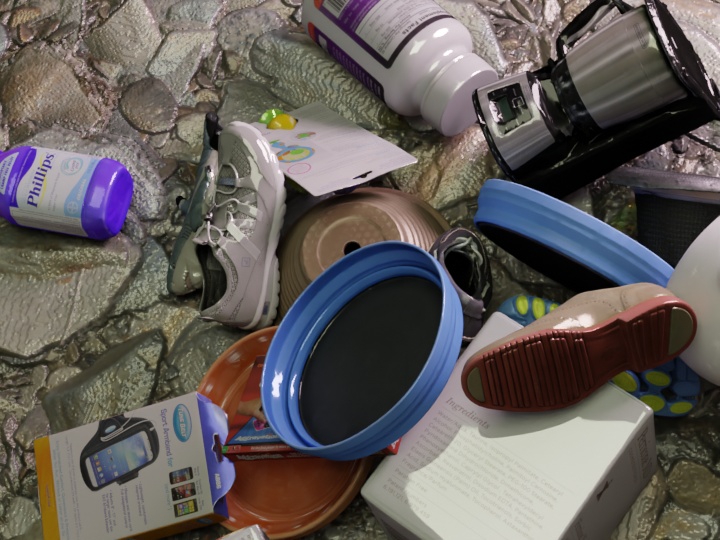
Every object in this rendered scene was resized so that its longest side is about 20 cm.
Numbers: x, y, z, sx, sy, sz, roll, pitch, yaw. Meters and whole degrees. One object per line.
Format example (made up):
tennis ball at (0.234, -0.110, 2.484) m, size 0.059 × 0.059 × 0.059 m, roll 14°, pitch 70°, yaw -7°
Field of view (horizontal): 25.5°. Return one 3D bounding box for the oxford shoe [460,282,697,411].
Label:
oxford shoe at (0.171, 0.061, 1.303) m, size 0.199 × 0.071 × 0.075 m, roll -14°, pitch 27°, yaw -10°

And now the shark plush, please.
shark plush at (-0.164, -0.076, 1.608) m, size 0.083 × 0.091 × 0.201 m, roll -23°, pitch 65°, yaw 35°

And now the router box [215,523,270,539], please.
router box at (-0.055, 0.333, 1.333) m, size 0.049 × 0.180 × 0.201 m, roll -24°, pitch 63°, yaw -1°

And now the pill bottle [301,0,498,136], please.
pill bottle at (0.042, -0.227, 1.608) m, size 0.111 × 0.112 × 0.200 m, roll -42°, pitch 65°, yaw -9°

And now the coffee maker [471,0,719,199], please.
coffee maker at (0.232, -0.147, 1.516) m, size 0.199 × 0.192 × 0.135 m, roll -27°, pitch 39°, yaw 21°

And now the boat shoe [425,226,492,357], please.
boat shoe at (0.095, 0.005, 1.429) m, size 0.072 × 0.063 × 0.200 m, roll 29°, pitch 28°, yaw -5°

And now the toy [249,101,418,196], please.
toy at (-0.041, -0.108, 1.571) m, size 0.115 × 0.047 × 0.200 m, roll -21°, pitch 34°, yaw -23°

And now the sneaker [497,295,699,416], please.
sneaker at (0.219, 0.072, 1.456) m, size 0.199 × 0.083 × 0.071 m, roll 22°, pitch 94°, yaw 5°

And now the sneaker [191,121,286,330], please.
sneaker at (-0.121, -0.042, 1.509) m, size 0.075 × 0.082 × 0.201 m, roll -2°, pitch 90°, yaw 53°

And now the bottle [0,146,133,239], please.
bottle at (-0.338, -0.086, 1.644) m, size 0.199 × 0.065 × 0.084 m, roll 10°, pitch 69°, yaw 16°

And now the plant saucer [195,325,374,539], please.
plant saucer at (-0.072, 0.151, 1.478) m, size 0.199 × 0.032 × 0.201 m, roll -9°, pitch 70°, yaw 24°

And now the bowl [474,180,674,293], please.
bowl at (0.191, -0.016, 1.426) m, size 0.200 × 0.201 × 0.040 m, roll 27°, pitch 85°, yaw 21°

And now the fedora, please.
fedora at (0.317, -0.041, 1.450) m, size 0.200 × 0.201 × 0.092 m, roll 9°, pitch 95°, yaw 15°

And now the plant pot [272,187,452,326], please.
plant pot at (0.000, 0.000, 1.524) m, size 0.200 × 0.093 × 0.202 m, roll -4°, pitch 66°, yaw 9°

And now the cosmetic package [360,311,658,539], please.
cosmetic package at (0.133, 0.181, 1.372) m, size 0.166 × 0.167 × 0.200 m, roll 32°, pitch 76°, yaw 23°

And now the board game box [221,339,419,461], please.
board game box at (-0.033, 0.116, 1.393) m, size 0.199 × 0.019 × 0.103 m, roll -9°, pitch 51°, yaw 42°

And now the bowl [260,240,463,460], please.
bowl at (0.002, 0.070, 1.346) m, size 0.200 × 0.039 × 0.201 m, roll -28°, pitch 42°, yaw 28°

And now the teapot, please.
teapot at (0.364, 0.038, 1.344) m, size 0.199 × 0.198 × 0.146 m, roll -21°, pitch 51°, yaw -28°

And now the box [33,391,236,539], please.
box at (-0.206, 0.192, 1.485) m, size 0.199 × 0.041 × 0.120 m, roll -16°, pitch 67°, yaw 13°
